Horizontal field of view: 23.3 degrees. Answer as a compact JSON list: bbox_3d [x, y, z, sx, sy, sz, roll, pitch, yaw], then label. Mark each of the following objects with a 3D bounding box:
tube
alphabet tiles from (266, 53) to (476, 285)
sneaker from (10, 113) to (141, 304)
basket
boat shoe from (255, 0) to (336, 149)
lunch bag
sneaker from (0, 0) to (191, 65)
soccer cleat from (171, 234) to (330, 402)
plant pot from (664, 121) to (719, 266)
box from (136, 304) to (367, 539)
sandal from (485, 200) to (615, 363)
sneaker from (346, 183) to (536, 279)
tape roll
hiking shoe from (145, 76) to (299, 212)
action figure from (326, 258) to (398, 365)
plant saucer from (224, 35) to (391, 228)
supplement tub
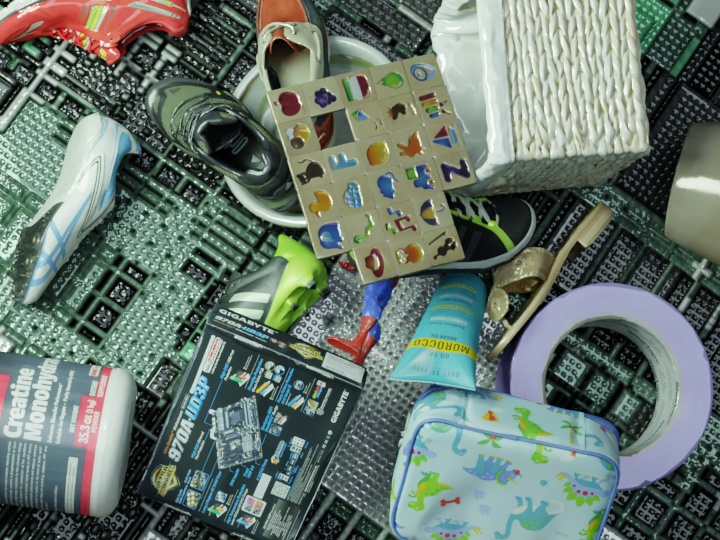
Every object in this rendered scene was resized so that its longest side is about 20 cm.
[{"bbox_3d":[0.082,0.063,1.644,0.077,0.200,0.050,3,115,10],"label":"tube"},{"bbox_3d":[0.020,-0.091,1.608,0.167,0.008,0.200,-14,78,-13],"label":"alphabet tiles"},{"bbox_3d":[-0.277,-0.053,1.693,0.072,0.072,0.200,28,88,-28],"label":"sneaker"},{"bbox_3d":[0.169,-0.182,1.683,0.161,0.198,0.200,-5,83,-10],"label":"basket"},{"bbox_3d":[-0.068,-0.203,1.681,0.071,0.063,0.200,-19,62,14],"label":"boat shoe"},{"bbox_3d":[0.130,0.195,1.609,0.200,0.082,0.161,12,120,0],"label":"lunch bag"},{"bbox_3d":[-0.264,-0.241,1.714,0.200,0.077,0.085,-12,89,-6],"label":"sneaker"},{"bbox_3d":[-0.116,0.053,1.698,0.200,0.068,0.081,-46,58,0],"label":"soccer cleat"},{"bbox_3d":[0.395,-0.070,1.705,0.173,0.200,0.200,14,81,15],"label":"plant pot"},{"bbox_3d":[-0.103,0.152,1.643,0.159,0.046,0.200,23,112,-2],"label":"box"},{"bbox_3d":[0.162,-0.004,1.713,0.070,0.078,0.212,41,67,2],"label":"sandal"},{"bbox_3d":[0.080,-0.044,1.646,0.200,0.083,0.072,-13,49,-20],"label":"sneaker"},{"bbox_3d":[0.236,0.116,1.705,0.200,0.085,0.200,1,82,-5],"label":"tape roll"},{"bbox_3d":[-0.135,-0.138,1.663,0.200,0.101,0.076,34,84,25],"label":"hiking shoe"},{"bbox_3d":[0.000,0.000,1.698,0.099,0.065,0.200,23,56,14],"label":"action figure"},{"bbox_3d":[-0.039,-0.130,1.709,0.200,0.050,0.200,-6,71,17],"label":"plant saucer"},{"bbox_3d":[-0.316,0.148,1.624,0.200,0.140,0.140,9,82,-4],"label":"supplement tub"}]
